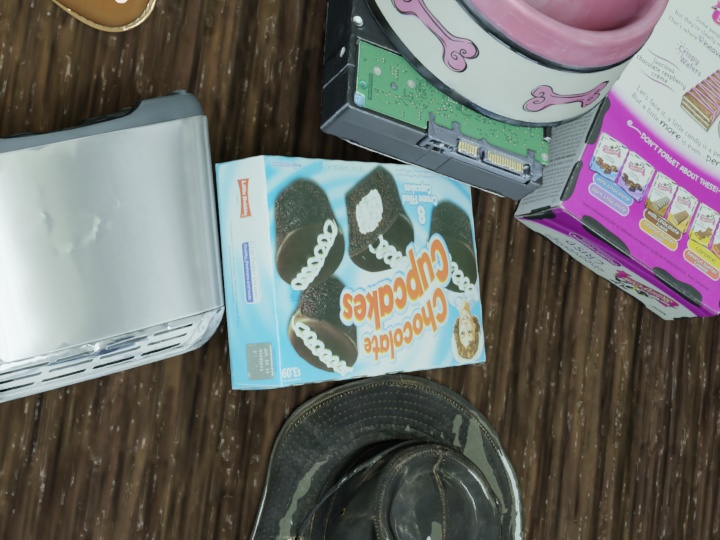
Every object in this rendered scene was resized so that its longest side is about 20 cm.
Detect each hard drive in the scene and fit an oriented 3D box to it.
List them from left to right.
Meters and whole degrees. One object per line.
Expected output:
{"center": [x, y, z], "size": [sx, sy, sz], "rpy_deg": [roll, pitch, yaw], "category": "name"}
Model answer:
{"center": [0.047, -0.152, 0.941], "size": [0.139, 0.038, 0.202], "rpy_deg": [16, 60, -26], "category": "hard drive"}

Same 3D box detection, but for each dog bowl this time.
{"center": [0.094, -0.187, 0.919], "size": [0.199, 0.074, 0.202], "rpy_deg": [14, 63, -28], "category": "dog bowl"}

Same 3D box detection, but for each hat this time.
{"center": [0.032, 0.159, 0.913], "size": [0.199, 0.081, 0.203], "rpy_deg": [2, 85, -28], "category": "hat"}

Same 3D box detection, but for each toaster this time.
{"center": [-0.160, -0.010, 0.811], "size": [0.198, 0.113, 0.131], "rpy_deg": [-14, 94, -29], "category": "toaster"}

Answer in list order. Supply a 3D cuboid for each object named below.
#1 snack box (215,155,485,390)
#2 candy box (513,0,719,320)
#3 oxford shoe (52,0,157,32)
{"center": [0.000, 0.000, 0.888], "size": [0.199, 0.037, 0.117], "rpy_deg": [-2, 87, -55], "category": "snack box"}
{"center": [0.198, -0.089, 1.031], "size": [0.136, 0.061, 0.201], "rpy_deg": [32, 73, -21], "category": "candy box"}
{"center": [-0.172, -0.203, 0.831], "size": [0.071, 0.071, 0.201], "rpy_deg": [-36, 113, 1], "category": "oxford shoe"}
